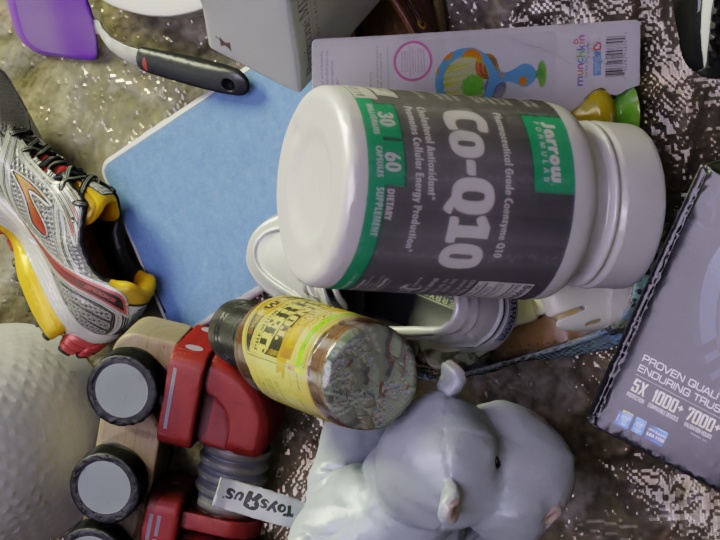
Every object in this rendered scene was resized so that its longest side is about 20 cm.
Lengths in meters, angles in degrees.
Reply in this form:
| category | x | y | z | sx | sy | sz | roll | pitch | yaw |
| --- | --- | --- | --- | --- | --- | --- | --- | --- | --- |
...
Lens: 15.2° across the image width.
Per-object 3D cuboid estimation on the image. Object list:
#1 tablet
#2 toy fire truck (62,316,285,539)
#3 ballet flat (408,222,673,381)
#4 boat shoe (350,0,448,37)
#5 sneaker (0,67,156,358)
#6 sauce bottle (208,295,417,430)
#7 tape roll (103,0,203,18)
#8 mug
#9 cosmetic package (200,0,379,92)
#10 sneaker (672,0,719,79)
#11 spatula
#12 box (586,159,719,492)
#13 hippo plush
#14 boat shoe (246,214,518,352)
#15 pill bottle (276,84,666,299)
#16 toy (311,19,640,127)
| category | x | y | z | sx | sy | sz | roll | pitch | yaw |
| --- | --- | --- | --- | --- | --- | --- | --- | --- | --- |
| tablet | -0.074 | -0.053 | 1.708 | 0.199 | 0.014 | 0.131 | -30 | 80 | 34 |
| toy fire truck | -0.079 | 0.140 | 1.692 | 0.198 | 0.129 | 0.177 | 13 | 103 | 7 |
| ballet flat | 0.106 | 0.024 | 1.610 | 0.199 | 0.074 | 0.075 | -23 | 83 | 25 |
| boat shoe | 0.029 | -0.099 | 1.640 | 0.072 | 0.067 | 0.202 | -18 | 85 | 26 |
| sneaker | -0.196 | -0.048 | 1.751 | 0.082 | 0.078 | 0.201 | -31 | 89 | 29 |
| sauce bottle | -0.036 | 0.049 | 1.573 | 0.200 | 0.064 | 0.065 | 12 | 100 | 63 |
| tape roll | -0.119 | -0.261 | 1.720 | 0.201 | 0.037 | 0.205 | 2 | 95 | 26 |
| mug | -0.279 | 0.092 | 1.742 | 0.147 | 0.175 | 0.201 | -40 | 76 | 22 |
| cosmetic package | -0.010 | -0.213 | 1.575 | 0.071 | 0.102 | 0.200 | 28 | 61 | 22 |
| sneaker | 0.194 | -0.213 | 1.561 | 0.090 | 0.070 | 0.202 | 8 | 97 | 41 |
| spatula | -0.149 | -0.143 | 1.731 | 0.199 | 0.021 | 0.057 | 22 | 136 | 34 |
| box | 0.254 | 0.053 | 1.517 | 0.199 | 0.086 | 0.165 | 28 | 104 | 15 |
| hippo plush | 0.035 | 0.112 | 1.573 | 0.161 | 0.199 | 0.160 | -51 | 33 | 44 |
| boat shoe | 0.000 | 0.000 | 1.606 | 0.199 | 0.065 | 0.074 | 10 | 90 | 38 |
| pill bottle | 0.062 | -0.042 | 1.507 | 0.113 | 0.198 | 0.114 | -178 | 90 | -67 |
| toy | 0.066 | -0.088 | 1.585 | 0.198 | 0.047 | 0.116 | -4 | 106 | -10 |
